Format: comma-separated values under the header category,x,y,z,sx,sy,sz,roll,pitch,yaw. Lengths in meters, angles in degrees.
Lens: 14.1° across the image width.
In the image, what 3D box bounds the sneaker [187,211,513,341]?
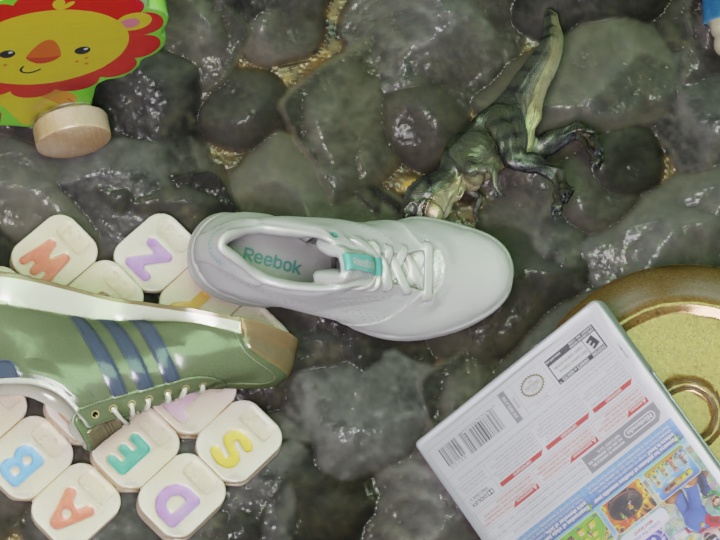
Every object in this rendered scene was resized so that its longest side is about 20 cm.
category,x,y,z,sx,sy,sz,roll,pitch,yaw
sneaker,0.000,0.000,1.729,0.199,0.088,0.076,3,84,-12

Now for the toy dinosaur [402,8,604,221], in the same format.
category,x,y,z,sx,sy,sz,roll,pitch,yaw
toy dinosaur,0.103,-0.079,1.816,0.088,0.048,0.200,32,62,11

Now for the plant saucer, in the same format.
category,x,y,z,sx,sy,sz,roll,pitch,yaw
plant saucer,0.195,0.089,1.736,0.199,0.035,0.202,-1,75,5

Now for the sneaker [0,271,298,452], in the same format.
category,x,y,z,sx,sy,sz,roll,pitch,yaw
sneaker,-0.141,0.064,1.686,0.199,0.067,0.090,11,73,-6

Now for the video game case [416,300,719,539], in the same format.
category,x,y,z,sx,sy,sz,roll,pitch,yaw
video game case,0.143,0.139,1.702,0.143,0.018,0.200,-39,76,15

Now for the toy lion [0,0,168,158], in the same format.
category,x,y,z,sx,sy,sz,roll,pitch,yaw
toy lion,-0.214,-0.128,1.695,0.199,0.192,0.069,-7,69,-13

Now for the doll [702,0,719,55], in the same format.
category,x,y,z,sx,sy,sz,roll,pitch,yaw
doll,0.276,-0.176,1.884,0.136,0.049,0.200,-40,80,-23

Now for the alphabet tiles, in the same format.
category,x,y,z,sx,sy,sz,roll,pitch,yaw
alphabet tiles,-0.144,0.062,1.726,0.200,0.015,0.195,44,67,9
